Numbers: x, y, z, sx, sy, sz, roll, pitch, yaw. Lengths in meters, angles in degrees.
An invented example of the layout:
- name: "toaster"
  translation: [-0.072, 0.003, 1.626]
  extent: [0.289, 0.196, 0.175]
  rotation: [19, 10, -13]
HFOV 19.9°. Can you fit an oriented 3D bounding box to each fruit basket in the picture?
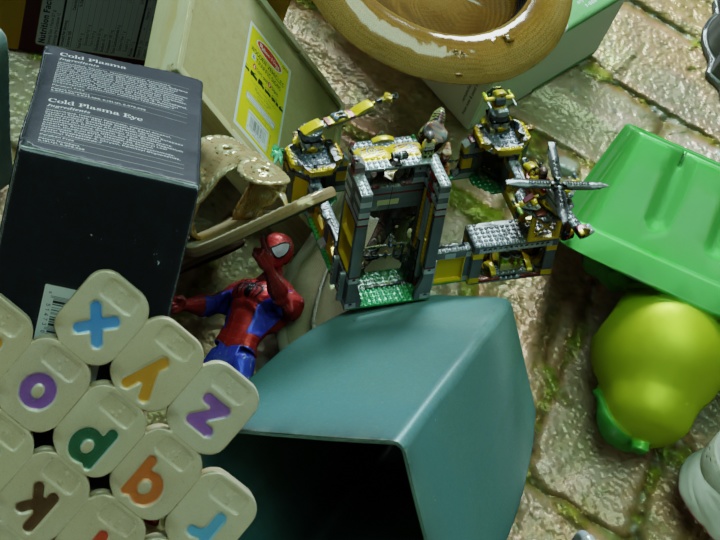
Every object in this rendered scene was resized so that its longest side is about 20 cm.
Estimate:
- name: "fruit basket"
  translation: [0.217, 0.024, 1.399]
  extent: [0.214, 0.156, 0.217]
  rotation: [0, 98, 3]

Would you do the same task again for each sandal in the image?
- name: "sandal"
  translation: [-0.089, -0.048, 1.280]
  extent: [0.077, 0.211, 0.070]
  rotation: [-24, 90, -27]

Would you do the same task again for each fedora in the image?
- name: "fedora"
  translation: [0.044, -0.199, 1.400]
  extent: [0.199, 0.082, 0.202]
  rotation: [6, 67, -14]

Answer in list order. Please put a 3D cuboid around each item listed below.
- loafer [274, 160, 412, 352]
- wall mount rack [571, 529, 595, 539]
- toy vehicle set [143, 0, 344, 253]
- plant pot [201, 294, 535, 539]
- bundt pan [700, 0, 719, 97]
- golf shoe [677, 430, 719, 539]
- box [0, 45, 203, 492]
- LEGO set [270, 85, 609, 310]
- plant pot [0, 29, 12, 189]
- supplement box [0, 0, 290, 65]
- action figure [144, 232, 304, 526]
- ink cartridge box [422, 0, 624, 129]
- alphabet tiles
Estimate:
- name: "loafer"
  translation: [0.000, 0.000, 1.354]
  extent: [0.076, 0.068, 0.201]
  rotation: [45, 45, -35]
- name: "wall mount rack"
  translation: [0.112, 0.255, 1.237]
  extent: [0.199, 0.075, 0.175]
  rotation: [-12, 63, -22]
- name: "toy vehicle set"
  translation: [-0.073, -0.118, 1.362]
  extent: [0.026, 0.200, 0.125]
  rotation: [-11, 51, 25]
- name: "plant pot"
  translation: [0.021, 0.102, 1.245]
  extent: [0.140, 0.142, 0.200]
  rotation: [2, 31, 30]
- name: "bundt pan"
  translation: [0.370, -0.175, 1.584]
  extent: [0.200, 0.076, 0.203]
  rotation: [8, 56, -12]
- name: "golf shoe"
  translation: [0.298, 0.176, 1.326]
  extent: [0.200, 0.092, 0.075]
  rotation: [43, 35, 11]
- name: "box"
  translation: [-0.162, -0.004, 1.206]
  extent: [0.103, 0.201, 0.182]
  rotation: [12, 23, -10]
- name: "LEGO set"
  translation: [0.047, -0.066, 1.289]
  extent: [0.198, 0.116, 0.154]
  rotation: [-1, 46, -11]
- name: "plant pot"
  translation: [-0.353, -0.096, 1.261]
  extent: [0.196, 0.197, 0.200]
  rotation: [41, 66, 11]
- name: "supplement box"
  translation: [-0.151, -0.261, 1.450]
  extent: [0.199, 0.133, 0.198]
  rotation: [7, 57, -12]
- name: "action figure"
  translation: [-0.092, 0.052, 1.263]
  extent: [0.065, 0.099, 0.201]
  rotation: [10, 63, 28]
- name: "ink cartridge box"
  translation: [0.077, -0.226, 1.523]
  extent: [0.145, 0.088, 0.200]
  rotation: [-33, 74, -31]
- name: "alphabet tiles"
  translation: [-0.159, 0.105, 1.130]
  extent: [0.200, 0.015, 0.196]
  rotation: [39, 95, -13]
